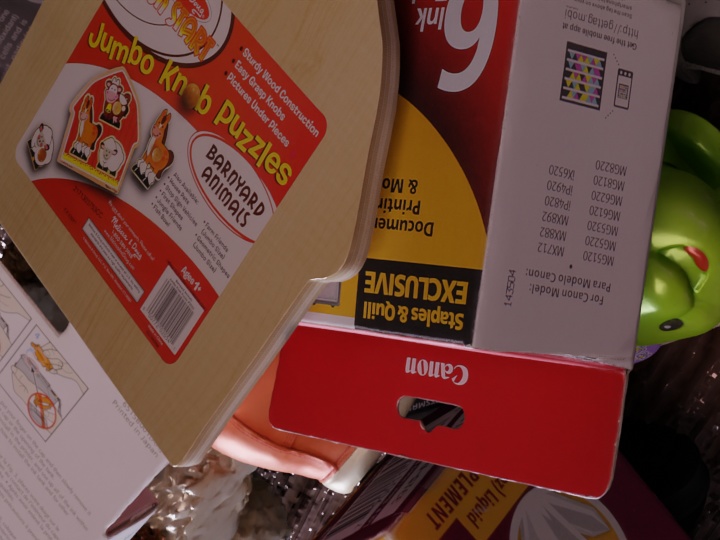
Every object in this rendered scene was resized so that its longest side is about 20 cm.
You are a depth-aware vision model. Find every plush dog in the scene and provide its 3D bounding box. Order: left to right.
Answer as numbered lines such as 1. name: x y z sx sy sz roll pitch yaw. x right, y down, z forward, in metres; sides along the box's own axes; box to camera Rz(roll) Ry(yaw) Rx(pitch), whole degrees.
1. plush dog: -0.125 0.070 0.999 0.171 0.160 0.201 37 133 26

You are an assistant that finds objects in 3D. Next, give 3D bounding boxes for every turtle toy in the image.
1. turtle toy: 0.090 -0.020 0.814 0.146 0.101 0.200 46 165 -17

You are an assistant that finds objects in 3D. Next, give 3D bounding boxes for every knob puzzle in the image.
1. knob puzzle: -0.050 -0.063 0.739 0.218 0.030 0.222 -7 79 40

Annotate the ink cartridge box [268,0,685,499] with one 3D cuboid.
1. ink cartridge box: 0.009 -0.019 0.754 0.199 0.083 0.177 5 87 50

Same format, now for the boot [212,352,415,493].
1. boot: 0.000 0.000 0.905 0.107 0.075 0.201 27 97 -13

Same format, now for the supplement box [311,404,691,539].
1. supplement box: 0.077 0.161 0.866 0.200 0.131 0.103 50 137 -6

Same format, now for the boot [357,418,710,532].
1. boot: 0.099 0.160 0.994 0.197 0.073 0.164 -8 116 35

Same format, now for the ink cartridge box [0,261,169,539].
1. ink cartridge box: -0.158 0.032 0.872 0.200 0.043 0.174 50 124 10

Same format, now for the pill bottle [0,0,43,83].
1. pill bottle: -0.165 -0.090 0.915 0.199 0.111 0.111 28 128 3

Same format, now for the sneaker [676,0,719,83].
1. sneaker: 0.161 -0.142 0.775 0.115 0.075 0.200 34 139 -7

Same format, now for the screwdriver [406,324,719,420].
1. screwdriver: 0.089 0.050 0.949 0.199 0.029 0.028 -19 113 37
